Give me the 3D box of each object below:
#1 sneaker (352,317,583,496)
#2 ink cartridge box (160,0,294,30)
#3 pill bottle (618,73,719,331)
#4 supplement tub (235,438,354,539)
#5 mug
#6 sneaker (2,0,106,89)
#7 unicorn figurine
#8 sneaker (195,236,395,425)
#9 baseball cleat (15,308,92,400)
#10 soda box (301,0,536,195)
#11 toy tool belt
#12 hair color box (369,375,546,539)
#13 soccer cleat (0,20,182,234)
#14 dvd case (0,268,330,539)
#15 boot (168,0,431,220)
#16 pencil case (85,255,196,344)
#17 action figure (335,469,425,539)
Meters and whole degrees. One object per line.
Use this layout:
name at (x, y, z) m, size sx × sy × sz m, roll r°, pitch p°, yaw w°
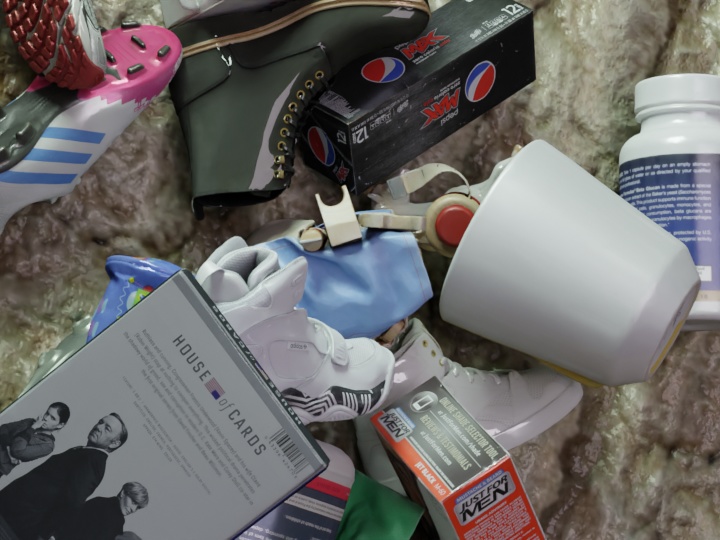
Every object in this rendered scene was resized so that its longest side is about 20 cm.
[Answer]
sneaker at (0.078, 0.084, 1.398) m, size 0.199 × 0.074 × 0.117 m, roll -23°, pitch 98°, yaw -28°
ink cartridge box at (-0.067, -0.258, 1.329) m, size 0.199 × 0.125 × 0.130 m, roll -12°, pitch 89°, yaw -29°
pill bottle at (0.268, -0.054, 1.497) m, size 0.110 × 0.111 × 0.202 m, roll 4°, pitch 82°, yaw -28°
supplement tub at (-0.095, 0.201, 1.243) m, size 0.139 × 0.140 × 0.202 m, roll 22°, pitch 81°, yaw -25°
mug at (0.164, 0.007, 1.327) m, size 0.152 × 0.186 × 0.150 m, roll 29°, pitch 95°, yaw 16°
sneaker at (-0.202, -0.216, 1.253) m, size 0.082 × 0.078 × 0.202 m, roll -1°, pitch 63°, yaw -35°
unicorn figurine at (0.090, -0.035, 1.415) m, size 0.137 × 0.074 × 0.201 m, roll -39°, pitch 108°, yaw -16°
sneaker at (-0.044, 0.039, 1.195) m, size 0.199 × 0.075 × 0.116 m, roll -9°, pitch 110°, yaw -48°
baseball cleat at (-0.199, 0.113, 1.256) m, size 0.200 × 0.070 × 0.107 m, roll -47°, pitch 120°, yaw -20°
soda box at (0.045, -0.141, 1.399) m, size 0.199 × 0.063 × 0.071 m, roll -33°, pitch 137°, yaw -28°
toy tool belt at (0.000, 0.000, 1.298) m, size 0.198 × 0.123 × 0.126 m, roll -21°, pitch 95°, yaw 3°
hair color box at (0.086, 0.186, 1.319) m, size 0.064 × 0.111 × 0.201 m, roll -31°, pitch 128°, yaw -10°
soccer cleat at (-0.205, -0.100, 1.271) m, size 0.200 × 0.070 × 0.087 m, roll -38°, pitch 147°, yaw -30°
dvd case at (-0.140, 0.118, 1.120) m, size 0.199 × 0.025 × 0.151 m, roll -37°, pitch 89°, yaw 9°
boot at (-0.038, -0.119, 1.306) m, size 0.198 × 0.077 × 0.140 m, roll -13°, pitch 74°, yaw 14°
pencil case at (-0.156, 0.091, 1.193) m, size 0.077 × 0.087 × 0.202 m, roll 17°, pitch 85°, yaw 1°
action figure at (-0.039, 0.238, 1.309) m, size 0.055 × 0.118 × 0.201 m, roll 33°, pitch 84°, yaw -50°
